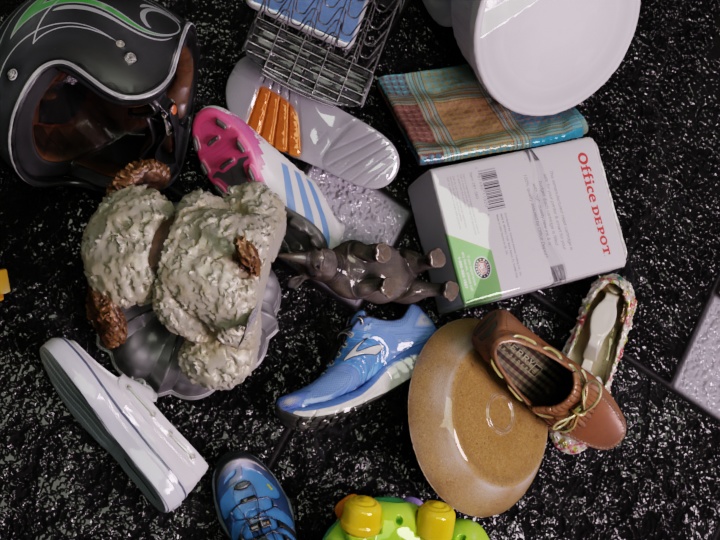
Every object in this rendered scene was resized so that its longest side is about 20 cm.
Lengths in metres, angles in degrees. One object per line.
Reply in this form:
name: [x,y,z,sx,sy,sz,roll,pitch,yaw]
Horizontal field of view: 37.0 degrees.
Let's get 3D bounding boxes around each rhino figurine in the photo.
rhino figurine: [0.000,0.000,1.057,0.198,0.087,0.061,7,85,-40]

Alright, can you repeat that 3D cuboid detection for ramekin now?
ramekin: [0.184,-0.274,1.119,0.199,0.094,0.205,-13,125,-19]

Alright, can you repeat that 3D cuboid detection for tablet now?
tablet: [-0.038,-0.357,1.198,0.128,0.014,0.203,22,75,-10]

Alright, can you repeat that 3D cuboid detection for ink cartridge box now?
ink cartridge box: [0.168,-0.048,1.158,0.197,0.084,0.149,-12,84,-18]

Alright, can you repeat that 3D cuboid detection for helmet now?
helmet: [-0.258,-0.173,1.015,0.187,0.200,0.204,9,78,-1]

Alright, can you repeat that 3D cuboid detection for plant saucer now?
plant saucer: [0.132,0.147,1.098,0.198,0.035,0.204,11,73,-39]

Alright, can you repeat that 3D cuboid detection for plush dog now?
plush dog: [-0.166,-0.009,0.957,0.169,0.161,0.204,11,78,3]

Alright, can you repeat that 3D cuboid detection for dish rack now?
dish rack: [-0.037,-0.262,1.129,0.151,0.055,0.203,23,65,-9]

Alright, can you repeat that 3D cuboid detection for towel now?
towel: [0.131,-0.179,1.167,0.197,0.022,0.148,-11,48,-16]

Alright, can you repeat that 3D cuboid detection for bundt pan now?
bundt pan: [-0.169,0.024,1.062,0.198,0.076,0.206,3,80,-15]

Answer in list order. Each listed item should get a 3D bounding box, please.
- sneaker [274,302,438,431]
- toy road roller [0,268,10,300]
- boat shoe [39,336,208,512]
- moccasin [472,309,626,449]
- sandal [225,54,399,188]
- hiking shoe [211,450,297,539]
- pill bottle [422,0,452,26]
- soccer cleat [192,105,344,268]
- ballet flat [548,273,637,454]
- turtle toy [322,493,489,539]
sneaker: [-0.006,0.095,1.099,0.198,0.079,0.090,-27,80,-26]
toy road roller: [-0.420,0.026,0.974,0.197,0.123,0.149,-11,94,-17]
boat shoe: [-0.226,0.137,1.037,0.067,0.073,0.201,-41,102,-32]
moccasin: [0.196,0.117,1.072,0.073,0.078,0.201,-40,114,9]
sandal: [-0.051,-0.147,1.131,0.205,0.059,0.080,33,93,5]
hiking shoe: [-0.083,0.267,1.034,0.073,0.087,0.203,-22,86,-17]
pill bottle: [0.169,-0.345,1.199,0.197,0.112,0.114,-16,84,-17]
soccer cleat: [-0.093,-0.089,1.107,0.201,0.070,0.086,51,32,-6]
ballet flat: [0.244,0.095,1.154,0.074,0.064,0.203,15,81,14]
turtle toy: [0.042,0.282,1.056,0.196,0.101,0.148,7,100,-16]
